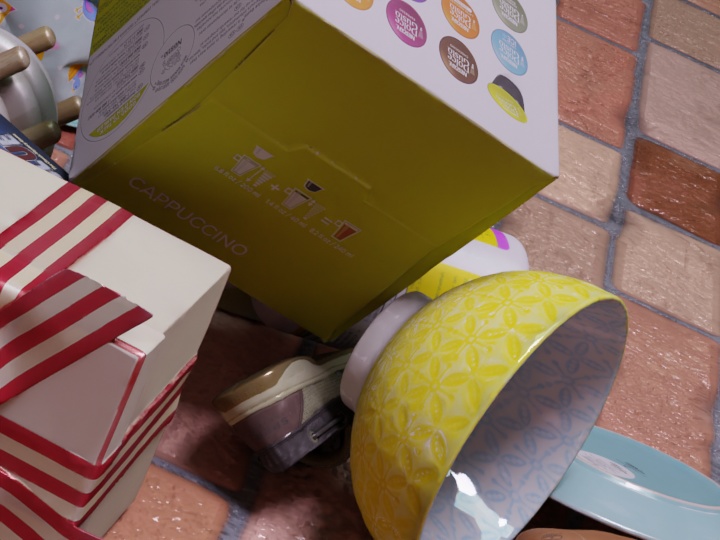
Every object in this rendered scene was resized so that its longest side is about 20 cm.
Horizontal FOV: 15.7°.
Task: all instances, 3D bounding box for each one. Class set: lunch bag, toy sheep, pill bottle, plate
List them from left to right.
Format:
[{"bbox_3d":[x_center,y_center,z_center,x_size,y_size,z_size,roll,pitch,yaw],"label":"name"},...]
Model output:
[{"bbox_3d":[-0.249,-0.097,1.640,0.137,0.139,0.200,26,11,1],"label":"toy sheep"},{"bbox_3d":[-0.231,-0.192,1.869,0.199,0.122,0.171,19,20,-34],"label":"lunch bag"},{"bbox_3d":[0.000,0.000,1.657,0.199,0.105,0.104,18,24,-18],"label":"pill bottle"},{"bbox_3d":[0.170,0.131,1.653,0.199,0.026,0.200,22,10,-4],"label":"plate"}]

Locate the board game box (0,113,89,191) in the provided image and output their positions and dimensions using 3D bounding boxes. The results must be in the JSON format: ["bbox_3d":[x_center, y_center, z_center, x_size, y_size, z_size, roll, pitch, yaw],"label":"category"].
[{"bbox_3d":[-0.252,-0.042,1.514,0.200,0.136,0.034,39,27,31],"label":"board game box"}]

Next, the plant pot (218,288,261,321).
[{"bbox_3d":[-0.064,-0.077,1.763,0.199,0.143,0.200,21,24,-10],"label":"plant pot"}]

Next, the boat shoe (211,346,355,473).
[{"bbox_3d":[-0.029,0.088,1.560,0.066,0.071,0.201,68,17,6],"label":"boat shoe"}]

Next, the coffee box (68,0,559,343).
[{"bbox_3d":[-0.023,-0.118,1.490,0.199,0.200,0.199,32,41,-28],"label":"coffee box"}]

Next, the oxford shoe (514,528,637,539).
[{"bbox_3d":[0.183,0.188,1.553,0.199,0.072,0.071,17,19,-15],"label":"oxford shoe"}]

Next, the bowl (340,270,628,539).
[{"bbox_3d":[0.054,0.073,1.497,0.107,0.201,0.200,34,25,23],"label":"bowl"}]

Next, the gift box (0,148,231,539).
[{"bbox_3d":[-0.172,0.054,1.335,0.199,0.186,0.187,22,21,9],"label":"gift box"}]
